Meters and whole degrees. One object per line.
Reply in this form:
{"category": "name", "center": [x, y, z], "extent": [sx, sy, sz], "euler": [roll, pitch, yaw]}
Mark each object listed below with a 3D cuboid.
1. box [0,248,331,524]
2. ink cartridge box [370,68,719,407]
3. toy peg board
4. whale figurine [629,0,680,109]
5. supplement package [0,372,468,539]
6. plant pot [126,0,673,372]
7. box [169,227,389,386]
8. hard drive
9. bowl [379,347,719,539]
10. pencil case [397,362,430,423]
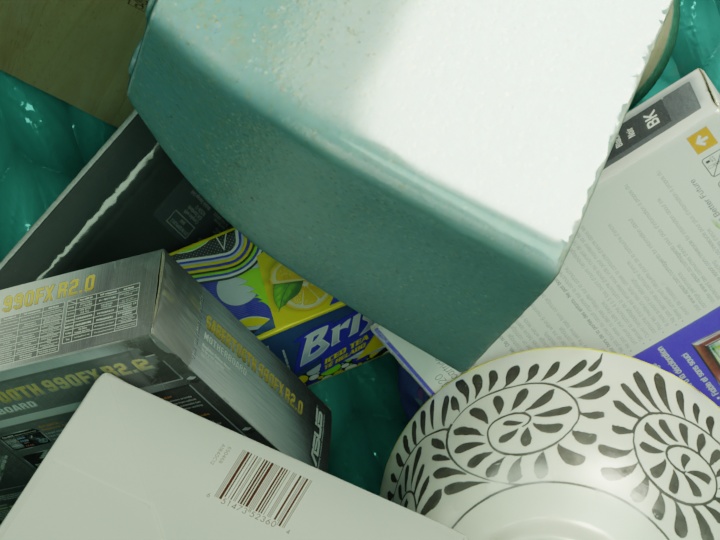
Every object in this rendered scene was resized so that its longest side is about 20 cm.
{"category": "box", "center": [-0.138, 0.068, 1.396], "extent": [0.200, 0.158, 0.048], "euler": [-14, 52, 26]}
{"category": "ink cartridge box", "center": [0.135, 0.027, 1.430], "extent": [0.200, 0.043, 0.198], "euler": [-32, 123, 12]}
{"category": "toy peg board", "center": [-0.167, -0.179, 1.424], "extent": [0.199, 0.200, 0.098], "euler": [26, 72, -7]}
{"category": "whale figurine", "center": [0.083, -0.160, 1.504], "extent": [0.159, 0.104, 0.200], "euler": [-38, 71, 13]}
{"category": "supplement package", "center": [-0.066, 0.187, 1.337], "extent": [0.191, 0.200, 0.147], "euler": [24, 59, 14]}
{"category": "plant pot", "center": [0.010, -0.099, 1.273], "extent": [0.200, 0.196, 0.196], "euler": [24, 73, -3]}
{"category": "box", "center": [0.000, 0.000, 1.453], "extent": [0.200, 0.064, 0.070], "euler": [-22, 59, -5]}
{"category": "hard drive", "center": [-0.098, -0.026, 1.459], "extent": [0.033, 0.140, 0.200], "euler": [39, 86, 27]}
{"category": "bowl", "center": [0.096, 0.145, 1.381], "extent": [0.200, 0.094, 0.201], "euler": [5, 111, 12]}
{"category": "pencil case", "center": [0.118, 0.038, 1.509], "extent": [0.200, 0.078, 0.087], "euler": [-7, 120, -6]}
